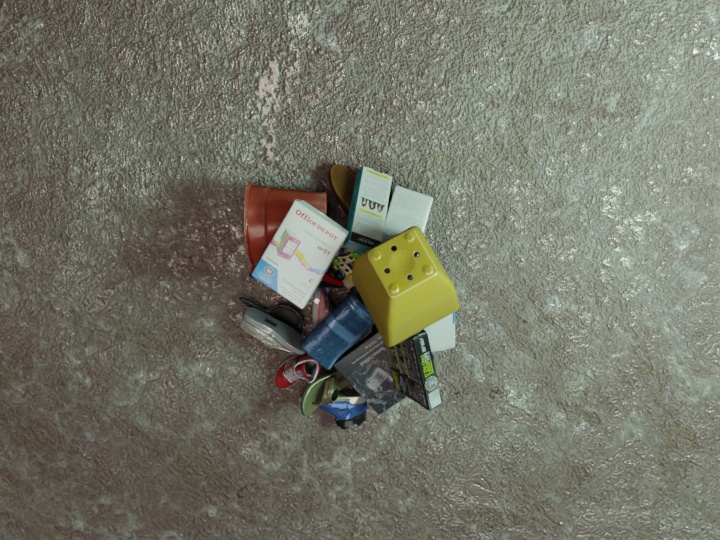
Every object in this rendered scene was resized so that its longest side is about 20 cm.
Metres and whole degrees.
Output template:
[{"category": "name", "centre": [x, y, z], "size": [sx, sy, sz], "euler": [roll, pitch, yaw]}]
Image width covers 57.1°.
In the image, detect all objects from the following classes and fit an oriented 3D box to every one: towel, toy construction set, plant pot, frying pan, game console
[{"category": "towel", "centre": [-0.056, 0.160, 1.719], "size": [0.200, 0.049, 0.111], "euler": [-43, 122, 9]}, {"category": "toy construction set", "centre": [0.000, 0.000, 1.709], "size": [0.130, 0.092, 0.201], "euler": [-34, 93, 25]}, {"category": "plant pot", "centre": [0.096, 0.017, 1.448], "size": [0.193, 0.201, 0.196], "euler": [-27, 70, -5]}, {"category": "frying pan", "centre": [-0.246, 0.139, 1.830], "size": [0.186, 0.031, 0.117], "euler": [12, 114, 6]}, {"category": "plant pot", "centre": [-0.176, -0.117, 1.635], "size": [0.191, 0.201, 0.205], "euler": [-1, 113, -1]}, {"category": "game console", "centre": [-0.163, 0.021, 1.674], "size": [0.197, 0.176, 0.032], "euler": [2, 76, 31]}]

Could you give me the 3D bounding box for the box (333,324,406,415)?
[{"category": "box", "centre": [0.065, 0.244, 1.788], "size": [0.196, 0.118, 0.200], "euler": [-37, 105, 20]}]

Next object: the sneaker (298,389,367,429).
[{"category": "sneaker", "centre": [-0.078, 0.401, 1.894], "size": [0.195, 0.077, 0.114], "euler": [-2, 104, 1]}]

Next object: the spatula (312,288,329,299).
[{"category": "spatula", "centre": [-0.095, -0.014, 1.750], "size": [0.055, 0.021, 0.203], "euler": [16, 113, 2]}]

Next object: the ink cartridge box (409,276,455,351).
[{"category": "ink cartridge box", "centre": [0.170, 0.086, 1.655], "size": [0.084, 0.201, 0.149], "euler": [-6, 114, -6]}]

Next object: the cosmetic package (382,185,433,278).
[{"category": "cosmetic package", "centre": [0.101, -0.091, 1.616], "size": [0.100, 0.071, 0.204], "euler": [18, 83, 0]}]

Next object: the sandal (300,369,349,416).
[{"category": "sandal", "centre": [-0.082, 0.325, 1.814], "size": [0.199, 0.057, 0.081], "euler": [-34, 127, -24]}]

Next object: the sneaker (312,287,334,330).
[{"category": "sneaker", "centre": [-0.078, 0.125, 1.766], "size": [0.102, 0.076, 0.203], "euler": [0, 130, -1]}]

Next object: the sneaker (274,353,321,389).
[{"category": "sneaker", "centre": [-0.177, 0.284, 1.837], "size": [0.071, 0.113, 0.199], "euler": [44, 111, -11]}]

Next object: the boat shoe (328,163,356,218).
[{"category": "boat shoe", "centre": [-0.023, -0.165, 1.644], "size": [0.070, 0.070, 0.202], "euler": [-29, 88, -25]}]

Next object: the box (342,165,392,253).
[{"category": "box", "centre": [0.018, -0.141, 1.588], "size": [0.081, 0.204, 0.049], "euler": [17, 158, -17]}]

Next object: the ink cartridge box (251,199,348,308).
[{"category": "ink cartridge box", "centre": [-0.135, -0.040, 1.512], "size": [0.143, 0.085, 0.202], "euler": [32, 96, 0]}]

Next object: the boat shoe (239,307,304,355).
[{"category": "boat shoe", "centre": [-0.238, 0.178, 1.795], "size": [0.198, 0.072, 0.066], "euler": [29, 120, -4]}]

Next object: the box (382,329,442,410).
[{"category": "box", "centre": [0.122, 0.224, 1.627], "size": [0.044, 0.159, 0.204], "euler": [-23, 112, -23]}]
